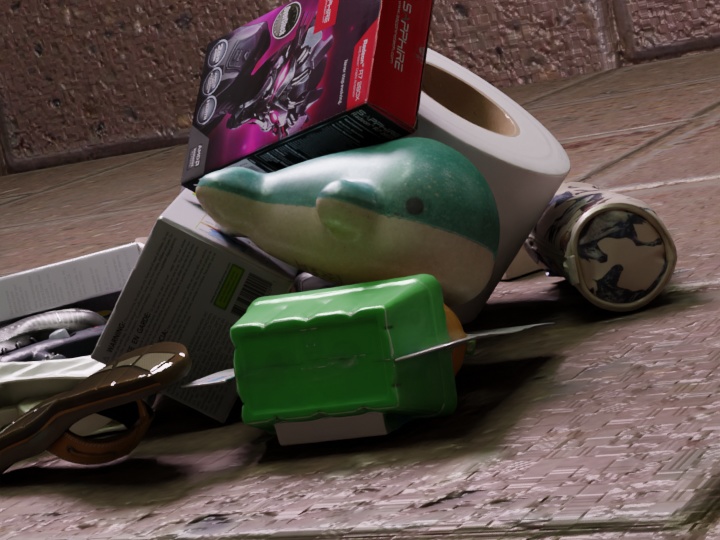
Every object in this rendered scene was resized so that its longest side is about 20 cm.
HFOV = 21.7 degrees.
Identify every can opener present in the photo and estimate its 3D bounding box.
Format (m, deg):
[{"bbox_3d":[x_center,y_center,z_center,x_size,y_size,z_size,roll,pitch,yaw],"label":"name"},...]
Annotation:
[{"bbox_3d":[-0.199,0.068,1.410,0.199,0.064,0.078,-20,11,-40],"label":"can opener"}]

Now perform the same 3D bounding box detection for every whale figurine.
[{"bbox_3d":[-0.004,-0.044,1.238,0.199,0.104,0.159,14,-9,10],"label":"whale figurine"}]

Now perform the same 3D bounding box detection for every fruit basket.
[{"bbox_3d":[0.010,0.058,1.190,0.184,0.094,0.200,-8,-6,22],"label":"fruit basket"}]

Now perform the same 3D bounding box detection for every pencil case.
[{"bbox_3d":[0.173,-0.020,1.405,0.089,0.078,0.200,-21,9,-3],"label":"pencil case"}]

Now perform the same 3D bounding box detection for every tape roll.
[{"bbox_3d":[0.039,-0.073,1.406,0.202,0.140,0.203,28,20,-11],"label":"tape roll"}]

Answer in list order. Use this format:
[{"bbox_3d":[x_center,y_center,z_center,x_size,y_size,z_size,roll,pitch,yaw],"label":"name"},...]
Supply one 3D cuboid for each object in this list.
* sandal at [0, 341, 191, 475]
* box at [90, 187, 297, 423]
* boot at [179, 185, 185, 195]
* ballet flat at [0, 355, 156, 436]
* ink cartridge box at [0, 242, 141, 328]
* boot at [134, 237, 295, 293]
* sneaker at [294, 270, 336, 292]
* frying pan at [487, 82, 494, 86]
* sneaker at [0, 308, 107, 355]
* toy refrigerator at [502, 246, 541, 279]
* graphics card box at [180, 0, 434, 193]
[{"bbox_3d":[-0.172,0.099,1.194,0.200,0.055,0.082,-30,5,35],"label":"sandal"},{"bbox_3d":[-0.110,0.018,1.335,0.101,0.113,0.200,26,9,-3],"label":"box"},{"bbox_3d":[-0.064,-0.082,1.680,0.199,0.132,0.070,15,-20,6],"label":"boot"},{"bbox_3d":[-0.238,0.098,1.295,0.199,0.070,0.069,-10,8,-8],"label":"ballet flat"},{"bbox_3d":[-0.266,0.039,1.556,0.199,0.047,0.198,-16,-11,-4],"label":"ink cartridge box"},{"bbox_3d":[-0.125,-0.003,1.618,0.145,0.071,0.200,8,-11,-2],"label":"boot"},{"bbox_3d":[0.000,0.000,1.536,0.097,0.071,0.200,-7,11,16],"label":"sneaker"},{"bbox_3d":[0.044,-0.120,1.708,0.114,0.031,0.190,12,40,12],"label":"frying pan"},{"bbox_3d":[-0.284,0.081,1.423,0.199,0.067,0.090,-17,4,-7],"label":"sneaker"},{"bbox_3d":[0.097,-0.038,1.646,0.076,0.070,0.200,-17,9,-26],"label":"toy refrigerator"},{"bbox_3d":[-0.038,-0.129,1.310,0.051,0.126,0.199,28,-32,-35],"label":"graphics card box"}]
